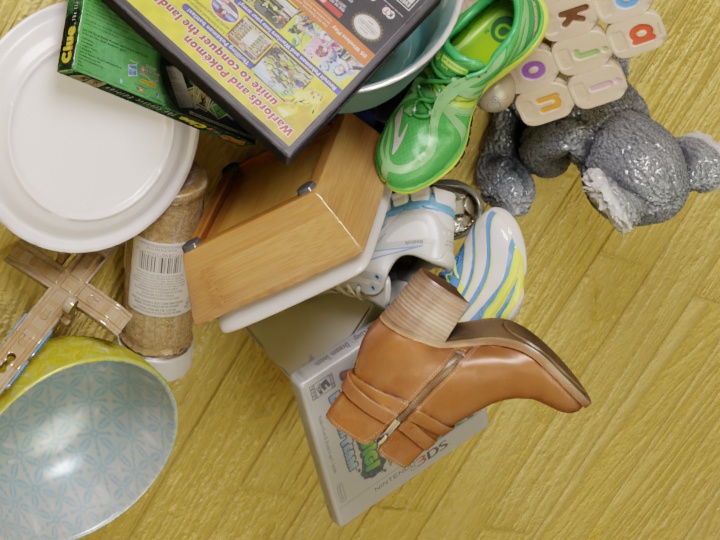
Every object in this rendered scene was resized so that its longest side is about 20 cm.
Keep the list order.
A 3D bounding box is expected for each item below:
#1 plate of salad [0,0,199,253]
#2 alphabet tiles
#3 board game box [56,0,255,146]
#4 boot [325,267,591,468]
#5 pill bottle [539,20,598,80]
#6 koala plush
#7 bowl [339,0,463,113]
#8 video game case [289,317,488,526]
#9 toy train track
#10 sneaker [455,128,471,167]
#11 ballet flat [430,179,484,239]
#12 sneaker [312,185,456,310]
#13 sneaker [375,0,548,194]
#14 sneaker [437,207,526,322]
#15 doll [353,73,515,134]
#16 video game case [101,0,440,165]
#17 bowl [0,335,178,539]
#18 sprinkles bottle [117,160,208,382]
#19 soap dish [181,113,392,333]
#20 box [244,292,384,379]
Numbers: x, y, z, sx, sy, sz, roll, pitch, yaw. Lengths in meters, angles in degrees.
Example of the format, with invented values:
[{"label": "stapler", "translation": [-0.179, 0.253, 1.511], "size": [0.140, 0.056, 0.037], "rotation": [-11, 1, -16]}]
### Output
[{"label": "plate of salad", "translation": [-0.220, -0.114, 1.486], "size": [0.198, 0.048, 0.202], "rotation": [-9, 107, -30]}, {"label": "alphabet tiles", "translation": [0.151, -0.208, 1.589], "size": [0.194, 0.015, 0.201], "rotation": [-18, 131, 17]}, {"label": "board game box", "translation": [-0.150, -0.175, 1.478], "size": [0.199, 0.023, 0.106], "rotation": [21, 74, -47]}, {"label": "boot", "translation": [0.082, 0.107, 1.591], "size": [0.199, 0.074, 0.155], "rotation": [32, 100, -11]}, {"label": "pill bottle", "translation": [0.151, -0.255, 1.634], "size": [0.112, 0.112, 0.201], "rotation": [-29, 138, -17]}, {"label": "koala plush", "translation": [0.231, -0.112, 1.754], "size": [0.176, 0.200, 0.185], "rotation": [-18, 133, -27]}, {"label": "bowl", "translation": [-0.017, -0.207, 1.499], "size": [0.200, 0.201, 0.105], "rotation": [-34, 162, -11]}, {"label": "video game case", "translation": [0.031, 0.120, 1.719], "size": [0.181, 0.024, 0.201], "rotation": [-32, 136, -18]}, {"label": "toy train track", "translation": [-0.259, 0.039, 1.510], "size": [0.201, 0.114, 0.033], "rotation": [-55, 174, -28]}, {"label": "sneaker", "translation": [0.052, -0.170, 1.672], "size": [0.089, 0.079, 0.201], "rotation": [-5, 129, -10]}, {"label": "ballet flat", "translation": [0.015, -0.053, 1.683], "size": [0.198, 0.064, 0.068], "rotation": [-5, 97, -10]}, {"label": "sneaker", "translation": [0.000, 0.000, 1.625], "size": [0.199, 0.087, 0.075], "rotation": [-26, 151, 33]}, {"label": "sneaker", "translation": [0.072, -0.156, 1.529], "size": [0.201, 0.074, 0.083], "rotation": [-55, 155, 2]}, {"label": "sneaker", "translation": [0.075, 0.041, 1.628], "size": [0.104, 0.076, 0.202], "rotation": [-1, 114, -34]}, {"label": "doll", "translation": [0.039, -0.134, 1.622], "size": [0.198, 0.049, 0.137], "rotation": [-17, 131, 13]}, {"label": "video game case", "translation": [-0.069, -0.209, 1.414], "size": [0.181, 0.200, 0.026], "rotation": [-47, 175, -16]}, {"label": "bowl", "translation": [-0.265, 0.126, 1.612], "size": [0.199, 0.108, 0.201], "rotation": [-21, 135, -23]}, {"label": "sprinkles bottle", "translation": [-0.171, 0.000, 1.615], "size": [0.068, 0.068, 0.202], "rotation": [-15, 132, -30]}, {"label": "soap dish", "translation": [-0.059, -0.045, 1.546], "size": [0.156, 0.200, 0.082], "rotation": [-24, 111, 20]}, {"label": "box", "translation": [0.007, 0.068, 1.775], "size": [0.109, 0.128, 0.199], "rotation": [-53, 139, 8]}]
